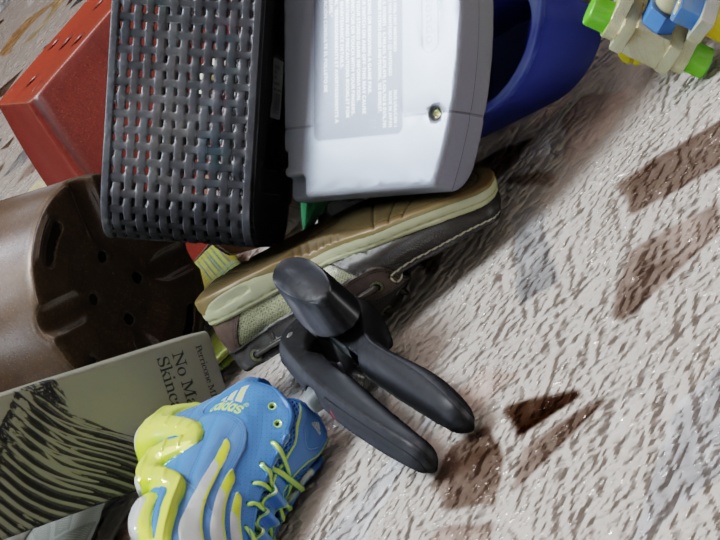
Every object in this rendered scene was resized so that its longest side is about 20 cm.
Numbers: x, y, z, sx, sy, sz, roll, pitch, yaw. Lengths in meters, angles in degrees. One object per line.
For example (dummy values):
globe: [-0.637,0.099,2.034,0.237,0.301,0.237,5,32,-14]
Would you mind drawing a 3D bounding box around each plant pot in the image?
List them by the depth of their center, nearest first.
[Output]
plant pot: [-0.222,0.034,1.326,0.197,0.201,0.201,-18,33,40]
plant pot: [-0.178,-0.127,1.617,0.200,0.176,0.200,-51,20,-11]

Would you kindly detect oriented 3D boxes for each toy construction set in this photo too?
toy construction set: [0.185,-0.184,1.085,0.200,0.092,0.131,-52,-6,-38]

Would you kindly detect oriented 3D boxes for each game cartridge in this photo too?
game cartridge: [0.014,-0.142,1.129,0.132,0.041,0.202,-2,87,35]

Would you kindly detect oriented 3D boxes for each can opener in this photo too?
can opener: [0.001,0.058,1.048,0.064,0.078,0.200,-51,31,3]

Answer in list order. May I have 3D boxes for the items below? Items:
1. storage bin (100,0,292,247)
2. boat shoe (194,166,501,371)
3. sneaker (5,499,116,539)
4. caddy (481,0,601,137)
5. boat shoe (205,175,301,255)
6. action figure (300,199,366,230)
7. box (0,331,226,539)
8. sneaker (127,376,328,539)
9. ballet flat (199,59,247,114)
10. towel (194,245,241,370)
storage bin: [-0.092,-0.117,1.200,0.135,0.093,0.202,-9,-78,-83]
boat shoe: [0.000,0.000,1.158,0.199,0.065,0.073,-22,15,24]
sneaker: [-0.196,0.180,1.219,0.074,0.079,0.200,-48,-1,35]
caddy: [0.047,-0.150,1.193,0.104,0.143,0.199,-5,-14,-45]
boat shoe: [-0.083,-0.057,1.445,0.072,0.076,0.200,-42,10,24]
action figure: [-0.008,-0.088,1.338,0.201,0.054,0.119,-82,19,-51]
box: [-0.172,0.101,1.152,0.199,0.083,0.068,-19,0,-37]
sneaker: [-0.066,0.114,1.055,0.105,0.076,0.200,-34,30,6]
ballet flat: [-0.080,-0.112,1.356,0.073,0.073,0.200,-45,23,2]
towel: [-0.125,0.054,1.380,0.144,0.023,0.200,-46,20,-1]
